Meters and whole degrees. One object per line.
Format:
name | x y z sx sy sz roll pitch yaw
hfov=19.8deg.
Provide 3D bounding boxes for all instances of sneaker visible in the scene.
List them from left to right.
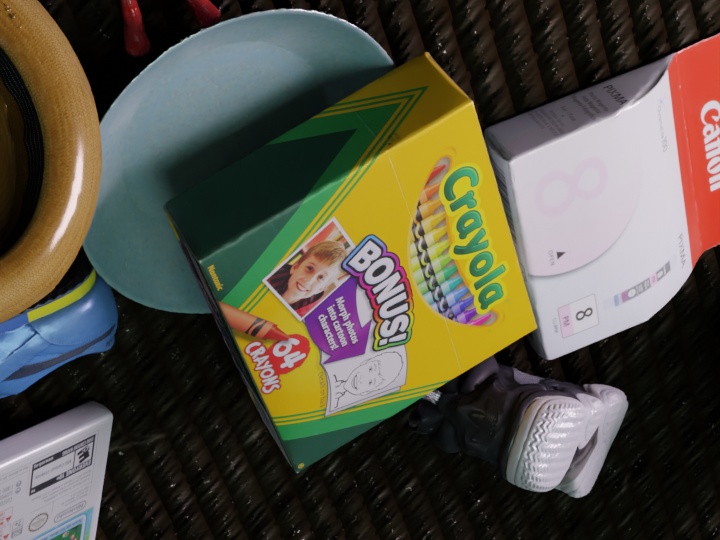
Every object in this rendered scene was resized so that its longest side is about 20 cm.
sneaker | -0.229 0.052 1.146 0.199 0.066 0.079 -20 132 -11
sneaker | 0.099 0.089 1.321 0.076 0.113 0.200 -66 160 4

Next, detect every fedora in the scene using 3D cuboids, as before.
fedora | -0.228 -0.063 1.032 0.199 0.082 0.203 2 85 -24

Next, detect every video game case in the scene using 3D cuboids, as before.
video game case | -0.233 0.185 1.207 0.199 0.024 0.183 -24 136 -46

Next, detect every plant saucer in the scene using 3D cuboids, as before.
plant saucer | -0.070 -0.067 1.147 0.199 0.039 0.202 -17 135 -18

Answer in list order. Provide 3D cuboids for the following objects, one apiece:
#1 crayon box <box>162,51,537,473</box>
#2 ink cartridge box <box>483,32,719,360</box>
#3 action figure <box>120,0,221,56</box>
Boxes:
crayon box | 0.000 0.000 1.178 0.172 0.058 0.201 -30 138 -8
ink cartridge box | 0.183 -0.050 1.280 0.198 0.057 0.163 -20 128 -6
action figure | -0.120 -0.204 1.035 0.065 0.052 0.201 -21 126 -6
